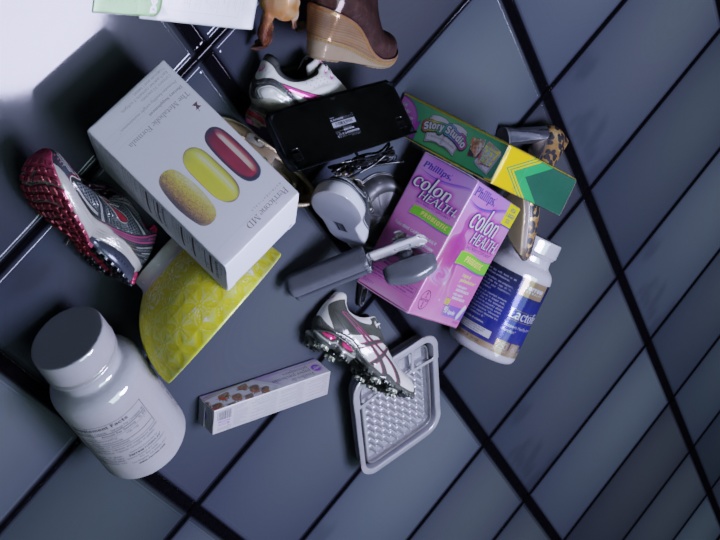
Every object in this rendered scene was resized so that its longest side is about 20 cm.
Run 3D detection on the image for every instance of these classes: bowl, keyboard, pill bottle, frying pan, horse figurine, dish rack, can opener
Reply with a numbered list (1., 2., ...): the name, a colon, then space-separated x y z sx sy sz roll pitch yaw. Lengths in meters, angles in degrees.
1. bowl: -0.195 0.020 1.265 0.107 0.200 0.201 41 80 -6
2. keyboard: -0.022 -0.155 1.291 0.198 0.040 0.105 -21 83 -36
3. pill bottle: -0.289 0.139 1.256 0.114 0.114 0.201 -42 136 -17
4. frying pan: 0.009 -0.042 1.511 0.114 0.031 0.193 15 100 -47
5. horse figurine: -0.075 -0.331 1.198 0.132 0.049 0.203 -32 144 -74
6. pill bottle: 0.228 0.033 1.706 0.115 0.115 0.202 15 103 -48
7. dish rack: 0.048 0.200 1.684 0.170 0.043 0.203 -31 132 -30
8. can opener: 0.000 0.000 1.430 0.197 0.068 0.053 -17 164 7

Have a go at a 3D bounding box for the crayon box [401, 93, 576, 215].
1. crayon box: 0.162 -0.154 1.460 0.171 0.199 0.059 16 104 -48

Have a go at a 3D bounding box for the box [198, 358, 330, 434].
1. box: -0.129 0.170 1.492 0.198 0.039 0.042 -16 126 -38

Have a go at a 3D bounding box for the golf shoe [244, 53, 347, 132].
1. golf shoe: -0.045 -0.210 1.317 0.198 0.072 0.094 -4 115 -43

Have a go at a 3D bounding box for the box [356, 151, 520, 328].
1. box: 0.113 -0.037 1.536 0.202 0.096 0.175 -62 152 4

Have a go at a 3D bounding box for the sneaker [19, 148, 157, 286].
1. sneaker: -0.288 -0.066 1.168 0.075 0.080 0.201 -60 149 -20

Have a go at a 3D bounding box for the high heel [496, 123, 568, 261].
1. high heel: 0.274 -0.120 1.651 0.141 0.071 0.204 -6 90 -37

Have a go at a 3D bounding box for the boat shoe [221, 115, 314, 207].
1. boat shoe: -0.128 -0.124 1.292 0.199 0.065 0.073 26 95 -49

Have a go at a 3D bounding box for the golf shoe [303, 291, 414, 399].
1. golf shoe: 0.015 0.112 1.542 0.199 0.077 0.089 39 67 -30

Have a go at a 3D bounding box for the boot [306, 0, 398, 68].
1. boot: 0.008 -0.326 1.277 0.199 0.071 0.169 -18 126 -62

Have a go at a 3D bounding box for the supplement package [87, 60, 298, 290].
1. supplement package: -0.171 -0.096 1.146 0.114 0.200 0.110 -46 174 -14

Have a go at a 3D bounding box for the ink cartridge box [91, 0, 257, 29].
1. ink cartridge box: -0.193 -0.311 1.117 0.198 0.059 0.105 -6 117 -43

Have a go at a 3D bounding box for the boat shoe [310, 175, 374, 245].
1. boat shoe: -0.018 -0.086 1.370 0.200 0.068 0.057 74 35 -75
